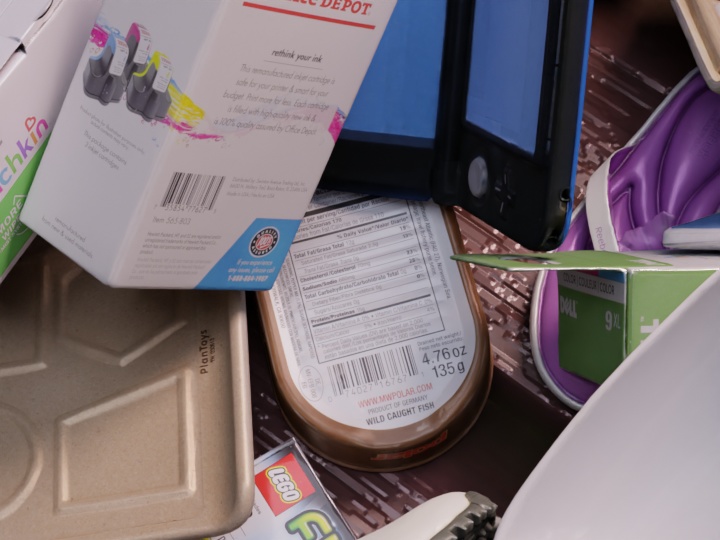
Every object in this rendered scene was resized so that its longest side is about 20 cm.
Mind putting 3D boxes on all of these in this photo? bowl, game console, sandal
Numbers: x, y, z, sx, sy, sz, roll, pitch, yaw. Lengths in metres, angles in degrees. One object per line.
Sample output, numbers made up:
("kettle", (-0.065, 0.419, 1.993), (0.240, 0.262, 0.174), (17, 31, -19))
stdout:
("bowl", (0.175, 0.118, 0.827), (0.200, 0.075, 0.200), (-49, 59, 8))
("game console", (0.021, -0.122, 0.941), (0.118, 0.171, 0.201), (-1, 105, -18))
("sandal", (0.142, -0.026, 1.010), (0.082, 0.050, 0.203), (23, 72, 14))

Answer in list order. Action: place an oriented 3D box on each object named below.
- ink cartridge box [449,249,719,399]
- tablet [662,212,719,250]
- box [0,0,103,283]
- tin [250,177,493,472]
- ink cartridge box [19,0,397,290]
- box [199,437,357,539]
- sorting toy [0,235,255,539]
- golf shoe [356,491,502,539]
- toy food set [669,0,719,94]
("ink cartridge box", (0.149, 0.022, 0.931), (0.199, 0.104, 0.060), (-1, 95, -12))
("tablet", (0.252, -0.023, 0.928), (0.199, 0.130, 0.014), (0, 100, 37))
("box", (-0.197, -0.115, 0.953), (0.176, 0.097, 0.200), (21, 63, 24))
("tin", (0.000, 0.000, 1.018), (0.111, 0.042, 0.201), (-13, 67, -6))
("ink cartridge box", (-0.058, -0.094, 0.910), (0.068, 0.115, 0.201), (34, 109, 31))
("box", (-0.025, 0.188, 0.941), (0.110, 0.035, 0.200), (-31, 68, -9))
("sorting toy", (-0.146, 0.058, 0.989), (0.199, 0.037, 0.186), (-12, 56, 9))
("golf shoe", (-0.030, 0.148, 0.901), (0.200, 0.077, 0.088), (-35, 62, -11))
("toy food set", (0.228, -0.116, 0.967), (0.143, 0.061, 0.200), (18, 26, -11))
